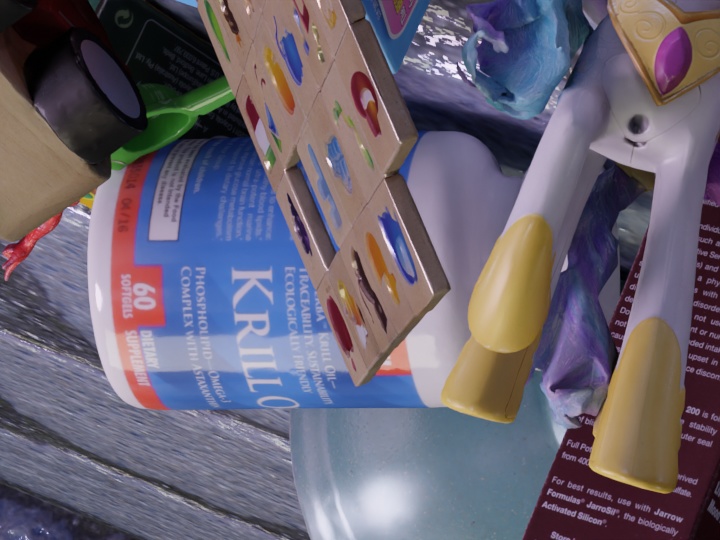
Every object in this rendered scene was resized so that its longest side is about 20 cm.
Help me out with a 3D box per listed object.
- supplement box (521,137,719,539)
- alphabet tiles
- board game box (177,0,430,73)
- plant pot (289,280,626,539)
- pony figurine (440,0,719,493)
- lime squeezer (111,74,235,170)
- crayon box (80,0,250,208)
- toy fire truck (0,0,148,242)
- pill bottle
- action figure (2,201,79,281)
[{"bbox_3d":[0.124,0.049,0.937,0.061,0.200,0.109,15,165,29],"label":"supplement box"},{"bbox_3d":[-0.019,-0.059,0.761,0.200,0.008,0.168,125,123,-77],"label":"alphabet tiles"},{"bbox_3d":[-0.066,-0.141,0.875,0.153,0.040,0.200,20,166,19],"label":"board game box"},{"bbox_3d":[0.084,0.081,1.218,0.134,0.201,0.200,-25,135,38],"label":"plant pot"},{"bbox_3d":[0.082,-0.051,0.722,0.166,0.201,0.193,16,-178,5],"label":"pony figurine"},{"bbox_3d":[-0.093,-0.073,1.071,0.199,0.071,0.038,6,159,31],"label":"lime squeezer"},{"bbox_3d":[-0.123,-0.074,1.218,0.126,0.052,0.200,32,165,-31],"label":"crayon box"},{"bbox_3d":[-0.181,-0.116,1.028,0.176,0.128,0.200,48,-162,-31],"label":"toy fire truck"},{"bbox_3d":[0.000,0.000,1.088,0.199,0.113,0.112,-2,160,15],"label":"pill bottle"},{"bbox_3d":[-0.174,-0.035,1.251,0.065,0.052,0.200,33,162,-19],"label":"action figure"}]
